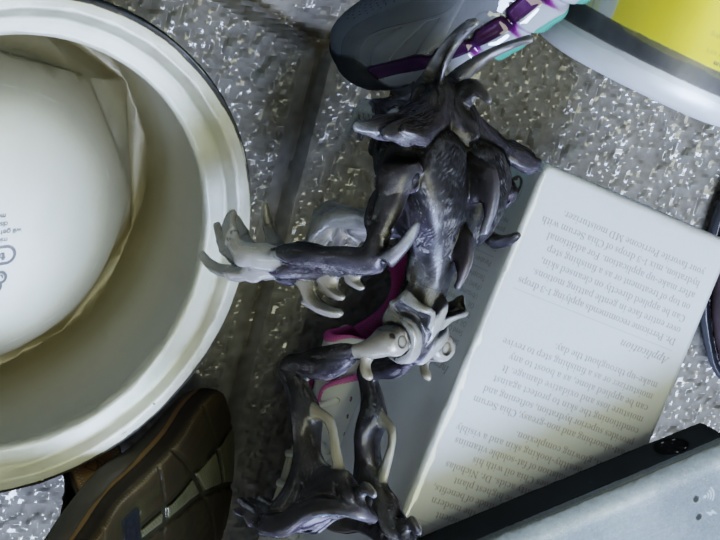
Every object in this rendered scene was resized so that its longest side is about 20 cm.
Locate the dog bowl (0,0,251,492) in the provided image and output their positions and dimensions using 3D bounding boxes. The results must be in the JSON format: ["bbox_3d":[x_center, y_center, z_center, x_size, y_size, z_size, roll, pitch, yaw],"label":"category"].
[{"bbox_3d":[-0.145,-0.020,0.893,0.199,0.074,0.201,-13,120,-24],"label":"dog bowl"}]

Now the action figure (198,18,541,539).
[{"bbox_3d":[0.000,0.000,0.891,0.119,0.102,0.201,7,98,-58],"label":"action figure"}]

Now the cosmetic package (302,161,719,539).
[{"bbox_3d":[0.060,0.059,0.975,0.101,0.071,0.201,21,93,-29],"label":"cosmetic package"}]

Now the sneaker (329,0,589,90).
[{"bbox_3d":[0.065,-0.143,0.892,0.199,0.075,0.088,-25,120,16],"label":"sneaker"}]

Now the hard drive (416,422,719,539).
[{"bbox_3d":[0.068,0.159,0.947,0.199,0.033,0.141,-20,112,-21],"label":"hard drive"}]

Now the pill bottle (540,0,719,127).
[{"bbox_3d":[0.157,-0.167,0.965,0.111,0.112,0.201,16,105,-34],"label":"pill bottle"}]

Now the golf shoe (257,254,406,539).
[{"bbox_3d":[-0.006,0.076,1.029,0.091,0.075,0.200,42,82,-29],"label":"golf shoe"}]

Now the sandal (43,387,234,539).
[{"bbox_3d":[-0.104,0.104,0.947,0.200,0.054,0.082,-46,145,-53],"label":"sandal"}]

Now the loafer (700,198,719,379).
[{"bbox_3d":[0.207,-0.026,1.095,0.071,0.063,0.201,-3,115,-28],"label":"loafer"}]
